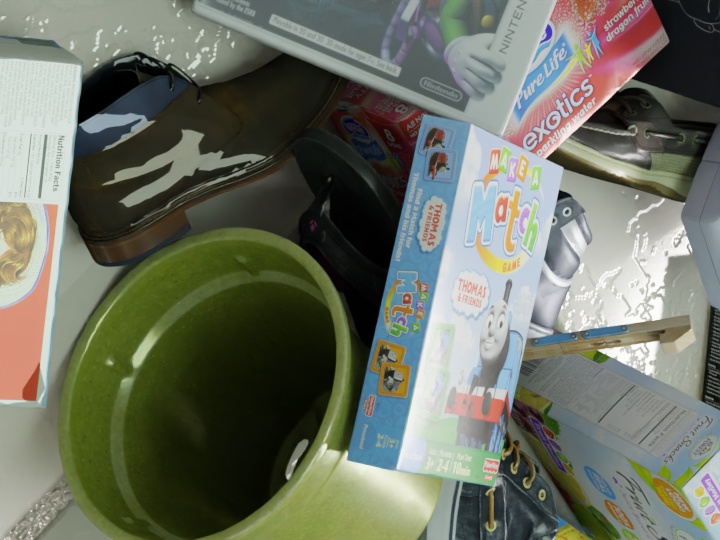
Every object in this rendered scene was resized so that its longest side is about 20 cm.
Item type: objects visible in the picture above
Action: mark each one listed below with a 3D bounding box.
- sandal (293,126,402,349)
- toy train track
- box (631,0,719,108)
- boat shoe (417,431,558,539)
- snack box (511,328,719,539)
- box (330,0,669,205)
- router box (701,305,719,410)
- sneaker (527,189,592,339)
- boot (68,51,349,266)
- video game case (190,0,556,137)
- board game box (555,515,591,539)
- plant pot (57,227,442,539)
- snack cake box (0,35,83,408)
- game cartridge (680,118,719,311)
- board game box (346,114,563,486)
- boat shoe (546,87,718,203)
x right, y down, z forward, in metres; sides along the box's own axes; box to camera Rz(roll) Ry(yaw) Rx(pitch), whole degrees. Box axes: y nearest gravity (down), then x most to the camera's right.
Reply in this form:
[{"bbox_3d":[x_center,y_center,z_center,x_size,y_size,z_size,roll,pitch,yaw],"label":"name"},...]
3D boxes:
[{"bbox_3d":[0.001,0.001,1.551,0.048,0.075,0.201,-45,136,-26],"label":"sandal"},{"bbox_3d":[0.117,0.061,1.683,0.115,0.199,0.033,56,27,-66],"label":"toy train track"},{"bbox_3d":[0.253,-0.179,1.675,0.107,0.200,0.149,8,102,-38],"label":"box"},{"bbox_3d":[0.081,0.121,1.675,0.091,0.071,0.201,-5,123,-15],"label":"boat shoe"},{"bbox_3d":[0.201,0.142,1.751,0.068,0.200,0.169,-45,127,-16],"label":"snack box"},{"bbox_3d":[0.084,-0.129,1.632,0.200,0.095,0.100,-42,126,-17],"label":"box"},{"bbox_3d":[0.342,0.071,1.928,0.199,0.051,0.150,-7,108,-36],"label":"router box"},{"bbox_3d":[0.073,-0.021,1.678,0.200,0.070,0.109,24,96,-47],"label":"sneaker"},{"bbox_3d":[-0.094,-0.096,1.523,0.200,0.075,0.097,-40,129,-17],"label":"boot"},{"bbox_3d":[0.025,-0.198,1.534,0.199,0.023,0.182,22,88,-5],"label":"video game case"},{"bbox_3d":[0.100,0.266,1.812,0.196,0.056,0.200,37,82,-40],"label":"board game box"},{"bbox_3d":[-0.048,0.100,1.571,0.184,0.200,0.201,35,84,-51],"label":"plant pot"},{"bbox_3d":[-0.225,-0.028,1.436,0.115,0.067,0.201,3,105,-23],"label":"snack cake box"},{"bbox_3d":[0.286,-0.076,1.800,0.200,0.040,0.133,-58,139,-28],"label":"game cartridge"},{"bbox_3d":[0.058,0.021,1.525,0.151,0.036,0.201,17,84,-64],"label":"board game box"},{"bbox_3d":[0.176,-0.090,1.738,0.200,0.072,0.066,14,92,-45],"label":"boat shoe"}]
